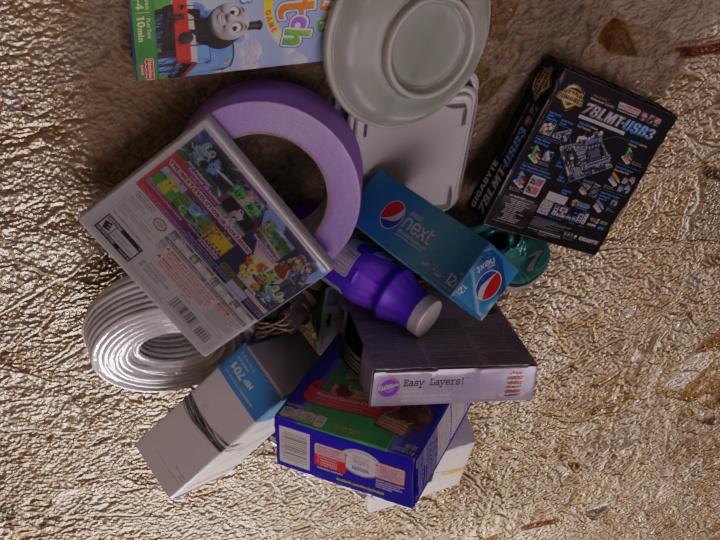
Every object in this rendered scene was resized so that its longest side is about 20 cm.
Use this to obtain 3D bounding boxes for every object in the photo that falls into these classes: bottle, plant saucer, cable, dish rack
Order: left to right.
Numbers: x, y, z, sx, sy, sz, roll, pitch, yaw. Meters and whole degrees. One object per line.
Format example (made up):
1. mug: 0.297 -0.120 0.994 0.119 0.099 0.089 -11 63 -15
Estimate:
1. cable: -0.219 0.068 1.228 0.198 0.070 0.201 -11 150 -3
2. bottle: 0.000 0.000 1.194 0.066 0.199 0.083 -60 156 13
3. dish rack: 0.050 -0.130 1.203 0.170 0.044 0.201 -8 135 -15
4. plant saucer: 0.058 -0.228 1.058 0.198 0.050 0.202 -18 128 -24

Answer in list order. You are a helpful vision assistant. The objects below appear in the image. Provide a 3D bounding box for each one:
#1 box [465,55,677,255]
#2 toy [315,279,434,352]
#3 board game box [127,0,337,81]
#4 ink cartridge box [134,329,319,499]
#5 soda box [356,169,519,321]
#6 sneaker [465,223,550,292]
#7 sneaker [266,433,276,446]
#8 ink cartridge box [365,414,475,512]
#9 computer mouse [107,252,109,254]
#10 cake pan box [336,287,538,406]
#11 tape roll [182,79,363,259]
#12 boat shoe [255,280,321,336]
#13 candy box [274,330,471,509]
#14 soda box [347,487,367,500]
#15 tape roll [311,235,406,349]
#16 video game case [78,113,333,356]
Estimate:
1. box: 0.250 -0.129 1.258 0.198 0.050 0.200 12 113 -35
2. toy: 0.050 0.066 1.328 0.198 0.047 0.116 -7 134 -18
3. board game box: -0.118 -0.259 1.000 0.198 0.037 0.152 -10 136 -15
4. ink cartridge box: -0.148 0.168 1.271 0.200 0.086 0.146 -41 169 20
5. soda box: 0.071 -0.030 1.125 0.068 0.200 0.064 -52 134 1
6. sneaker: 0.175 -0.022 1.314 0.199 0.078 0.080 -2 148 -45
7. sneaker: -0.117 0.182 1.426 0.199 0.076 0.079 27 117 -41
8. ink cartridge box: 0.058 0.215 1.447 0.143 0.149 0.201 -15 155 -9
9. computer mouse: -0.198 -0.027 1.202 0.109 0.044 0.199 -40 141 25
10. cake pan box: 0.078 0.082 1.206 0.198 0.184 0.053 -1 115 -15
11. tape roll: -0.097 -0.091 1.103 0.197 0.066 0.202 2 120 3
12. boat shoe: -0.089 0.038 1.220 0.074 0.074 0.200 0 179 17
13. candy box: 0.021 0.156 1.207 0.167 0.200 0.078 14 123 19
14. soda box: -0.041 0.199 1.323 0.069 0.200 0.064 -50 125 -4
15. tape roll: 0.032 0.035 1.360 0.198 0.048 0.202 -12 137 -12
16. video game case: -0.156 -0.030 1.087 0.181 0.023 0.200 -33 109 20
